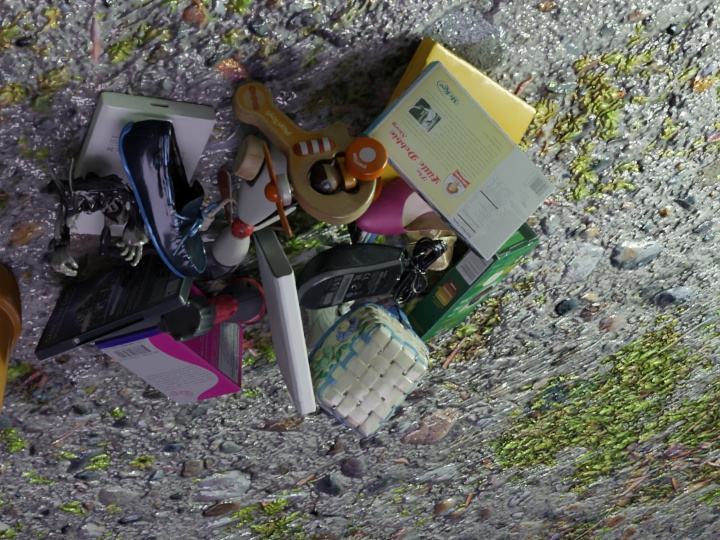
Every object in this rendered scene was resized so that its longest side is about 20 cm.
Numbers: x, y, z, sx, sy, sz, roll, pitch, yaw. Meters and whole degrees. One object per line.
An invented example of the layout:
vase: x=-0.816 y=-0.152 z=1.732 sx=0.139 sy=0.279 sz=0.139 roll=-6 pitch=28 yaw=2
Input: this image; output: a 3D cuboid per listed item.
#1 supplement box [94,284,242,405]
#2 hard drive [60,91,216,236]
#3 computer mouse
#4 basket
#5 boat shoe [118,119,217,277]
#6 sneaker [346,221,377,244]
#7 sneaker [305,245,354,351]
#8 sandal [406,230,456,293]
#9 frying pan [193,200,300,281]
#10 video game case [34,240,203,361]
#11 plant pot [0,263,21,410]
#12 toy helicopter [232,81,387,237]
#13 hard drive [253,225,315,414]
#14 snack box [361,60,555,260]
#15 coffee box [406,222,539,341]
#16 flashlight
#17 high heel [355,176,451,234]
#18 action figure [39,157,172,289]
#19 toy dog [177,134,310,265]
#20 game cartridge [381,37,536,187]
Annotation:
supplement box: x=-0.244 y=0.087 z=1.562 sx=0.101 sy=0.104 sz=0.200 roll=-14 pitch=145 yaw=20
hard drive: x=-0.259 y=-0.115 z=1.376 sx=0.131 sy=0.026 sz=0.200 roll=4 pitch=138 yaw=-28
computer mouse: x=0.000 y=0.000 z=1.512 sx=0.199 sy=0.053 sz=0.139 roll=-9 pitch=150 yaw=-28
basket: x=0.007 y=0.125 z=1.597 sx=0.139 sy=0.200 sz=0.177 roll=41 pitch=89 yaw=-6
boat shoe: x=-0.204 y=-0.074 z=1.327 sx=0.068 sy=0.084 sz=0.201 roll=-11 pitch=131 yaw=10
sneaker: x=0.045 y=-0.097 z=1.490 sx=0.089 sy=0.079 sz=0.200 roll=7 pitch=136 yaw=-27
sneaker: x=-0.049 y=0.037 z=1.637 sx=0.080 sy=0.075 sz=0.201 roll=9 pitch=133 yaw=-15
sandal: x=0.103 y=-0.022 z=1.617 sx=0.077 sy=0.070 sz=0.212 roll=-14 pitch=143 yaw=-6
frying pan: x=-0.161 y=-0.029 z=1.532 sx=0.189 sy=0.031 sz=0.115 roll=-10 pitch=143 yaw=-7
video game case: x=-0.289 y=0.031 z=1.443 sx=0.199 sy=0.143 sz=0.019 roll=-22 pitch=118 yaw=15
plant pot: x=-0.500 y=0.106 z=1.422 sx=0.199 sy=0.184 sz=0.201 roll=-12 pitch=143 yaw=-9
toy helicopter: x=-0.073 y=-0.126 z=1.310 sx=0.132 sy=0.200 sz=0.079 roll=-42 pitch=167 yaw=-18
hard drive: x=-0.095 y=0.062 z=1.498 sx=0.026 sy=0.132 sz=0.201 roll=-14 pitch=121 yaw=-11
snack box: x=0.110 y=-0.122 z=1.340 sx=0.116 sy=0.037 sz=0.200 roll=-45 pitch=102 yaw=-3
coffee box: x=0.150 y=0.018 z=1.672 sx=0.123 sy=0.044 sz=0.200 roll=-22 pitch=158 yaw=-51
flashlight: x=-0.174 y=0.047 z=1.510 sx=0.068 sy=0.068 sz=0.200 roll=-67 pitch=165 yaw=13
high heel: x=0.095 y=-0.066 z=1.376 sx=0.199 sy=0.096 sz=0.068 roll=-9 pitch=119 yaw=-33
action figure: x=-0.286 y=-0.045 z=1.344 sx=0.118 sy=0.103 sz=0.200 roll=-7 pitch=151 yaw=23
toy dog: x=-0.123 y=-0.099 z=1.413 sx=0.199 sy=0.097 sz=0.132 roll=-29 pitch=126 yaw=33
game cartridge: x=0.101 y=-0.156 z=1.419 sx=0.199 sy=0.032 sz=0.177 roll=25 pitch=97 yaw=-41
